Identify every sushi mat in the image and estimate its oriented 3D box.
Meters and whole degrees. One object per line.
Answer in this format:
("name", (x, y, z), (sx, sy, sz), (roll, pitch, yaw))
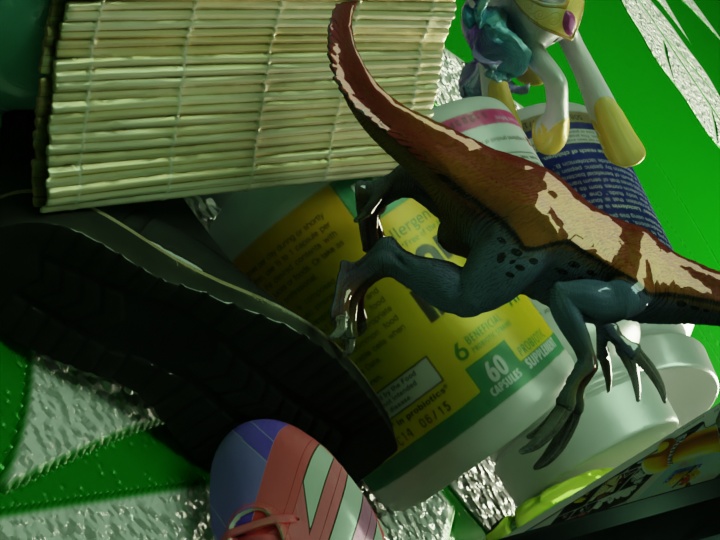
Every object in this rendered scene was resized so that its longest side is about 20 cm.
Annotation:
("sushi mat", (-0.038, -0.076, 0.630), (0.199, 0.096, 0.012), (-9, 27, -43))

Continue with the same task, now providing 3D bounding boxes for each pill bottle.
("pill bottle", (0.134, 0.005, 0.978), (0.116, 0.116, 0.201), (26, 34, -45))
("pill bottle", (0.000, 0.000, 0.746), (0.200, 0.113, 0.113), (54, 24, 4))
("pill bottle", (0.077, 0.018, 0.859), (0.113, 0.113, 0.200), (5, 51, -59))

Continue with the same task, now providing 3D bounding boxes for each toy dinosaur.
("toy dinosaur", (0.082, 0.003, 0.621), (0.105, 0.181, 0.201), (-70, 155, -51))

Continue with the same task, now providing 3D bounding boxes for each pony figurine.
("pony figurine", (0.082, -0.168, 0.914), (0.193, 0.166, 0.200), (50, -16, 45))

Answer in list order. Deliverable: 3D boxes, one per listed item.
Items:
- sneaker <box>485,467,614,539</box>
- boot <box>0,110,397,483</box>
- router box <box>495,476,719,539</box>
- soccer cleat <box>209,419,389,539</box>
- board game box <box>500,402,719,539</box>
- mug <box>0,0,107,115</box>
("sneaker", (0.140, 0.161, 0.826), (0.200, 0.074, 0.084), (30, 28, -42))
("boot", (-0.069, -0.002, 0.679), (0.200, 0.077, 0.139), (39, 22, -30))
("router box", (0.120, 0.149, 0.529), (0.052, 0.199, 0.158), (20, 54, -71))
("soccer cleat", (-0.022, 0.137, 0.579), (0.076, 0.067, 0.201), (22, 41, -50))
("board game box", (0.106, 0.133, 0.645), (0.035, 0.200, 0.126), (44, 25, -22))
("mug", (-0.146, -0.126, 0.628), (0.152, 0.115, 0.185), (27, 1, 24))
